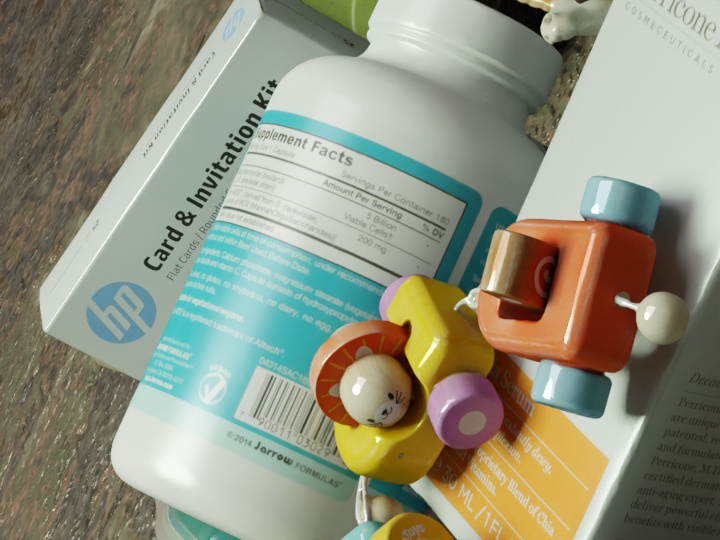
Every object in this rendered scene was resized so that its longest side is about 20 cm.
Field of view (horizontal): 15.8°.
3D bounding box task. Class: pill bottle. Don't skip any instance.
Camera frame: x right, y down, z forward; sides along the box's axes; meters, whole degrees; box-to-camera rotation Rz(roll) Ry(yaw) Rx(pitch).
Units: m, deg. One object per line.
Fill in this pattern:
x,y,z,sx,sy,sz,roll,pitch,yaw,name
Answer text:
0.000,0.002,0.912,0.201,0.110,0.111,-65,22,-6,pill bottle

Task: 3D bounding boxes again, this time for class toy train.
0.020,0.062,0.784,0.150,0.055,0.201,17,89,63,toy train

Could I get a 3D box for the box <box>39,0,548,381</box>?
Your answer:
0.000,0.000,1.016,0.156,0.199,0.041,-53,22,18,box

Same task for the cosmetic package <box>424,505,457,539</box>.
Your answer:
0.045,0.079,0.980,0.200,0.085,0.108,-54,26,18,cosmetic package

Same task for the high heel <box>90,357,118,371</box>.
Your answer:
-0.074,-0.019,1.397,0.200,0.071,0.143,-27,34,52,high heel

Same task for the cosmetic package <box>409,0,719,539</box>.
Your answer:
0.098,0.010,0.811,0.101,0.071,0.201,46,119,52,cosmetic package

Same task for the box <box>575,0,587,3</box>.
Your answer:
0.140,-0.192,0.994,0.100,0.075,0.200,-21,19,43,box

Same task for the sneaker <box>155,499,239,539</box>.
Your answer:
-0.050,0.092,1.194,0.080,0.071,0.200,-63,20,9,sneaker

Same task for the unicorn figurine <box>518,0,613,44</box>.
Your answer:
0.133,-0.109,1.040,0.200,0.074,0.138,-31,25,28,unicorn figurine

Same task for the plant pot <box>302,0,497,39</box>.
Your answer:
-0.018,-0.201,1.210,0.200,0.189,0.201,19,-90,-83,plant pot
